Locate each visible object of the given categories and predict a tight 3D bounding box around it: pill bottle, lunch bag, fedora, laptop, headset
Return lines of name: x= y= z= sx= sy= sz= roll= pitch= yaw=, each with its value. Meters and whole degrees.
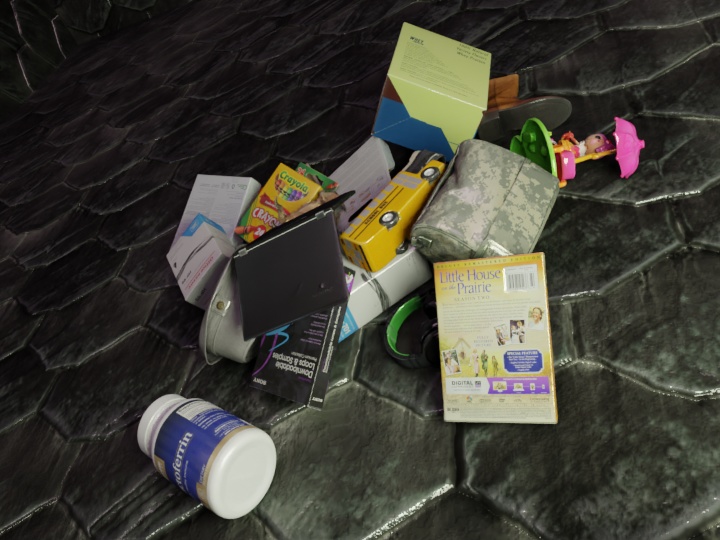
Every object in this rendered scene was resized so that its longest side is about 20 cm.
pill bottle: x=-0.221 y=0.250 z=0.801 sx=0.195 sy=0.117 sz=0.117 roll=12 pitch=54 yaw=37
lunch bag: x=0.180 y=-0.084 z=0.850 sx=0.165 sy=0.140 sz=0.203 roll=31 pitch=68 yaw=5
fedora: x=-0.187 y=0.069 z=0.948 sx=0.088 sy=0.178 sz=0.205 roll=20 pitch=71 yaw=8
laptop: x=-0.089 y=-0.014 z=0.868 sx=0.183 sy=0.119 sz=0.200 roll=-21 pitch=12 yaw=22
headset: x=0.115 y=0.067 z=0.818 sx=0.195 sy=0.095 sz=0.126 roll=-15 pitch=41 yaw=29

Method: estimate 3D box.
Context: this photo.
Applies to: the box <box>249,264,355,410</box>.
box: x=-0.089 y=0.090 z=0.853 sx=0.140 sy=0.036 sz=0.207 roll=4 pitch=76 yaw=43

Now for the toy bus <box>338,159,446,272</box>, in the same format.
toy bus: x=0.060 y=-0.091 z=0.900 sx=0.077 sy=0.066 sz=0.201 roll=22 pitch=61 yaw=42

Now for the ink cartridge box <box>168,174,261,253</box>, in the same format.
ink cartridge box: x=-0.321 y=-0.107 z=1.246 sx=0.195 sy=0.040 sz=0.206 roll=10 pitch=77 yaw=38

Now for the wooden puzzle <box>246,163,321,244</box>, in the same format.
wooden puzzle: x=-0.176 y=-0.146 z=1.233 sx=0.196 sy=0.038 sz=0.187 roll=-30 pitch=42 yaw=-1

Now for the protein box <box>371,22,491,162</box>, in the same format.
protein box: x=0.141 y=-0.350 z=1.127 sx=0.192 sy=0.137 sz=0.204 roll=18 pitch=49 yaw=-3

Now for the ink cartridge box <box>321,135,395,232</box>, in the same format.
ink cartridge box: x=0.001 y=-0.150 z=1.095 sx=0.161 sy=0.057 sz=0.204 roll=-38 pitch=42 yaw=22

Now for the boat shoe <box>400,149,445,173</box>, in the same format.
boat shoe: x=0.110 y=-0.156 z=1.029 sx=0.061 sy=0.074 sz=0.203 roll=1 pitch=40 yaw=22

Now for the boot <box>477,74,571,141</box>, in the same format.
boot: x=0.322 y=-0.342 z=1.158 sx=0.183 sy=0.069 sz=0.203 roll=-17 pitch=34 yaw=23

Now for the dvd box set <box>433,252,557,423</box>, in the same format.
dvd box set: x=0.169 y=0.086 z=0.724 sx=0.142 sy=0.029 sz=0.208 roll=-6 pitch=86 yaw=24

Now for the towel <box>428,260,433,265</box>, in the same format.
towel: x=0.135 y=-0.091 z=1.022 sx=0.142 sy=0.024 sz=0.200 roll=-33 pitch=43 yaw=-11

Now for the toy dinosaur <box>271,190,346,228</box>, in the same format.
toy dinosaur: x=-0.099 y=-0.054 z=1.029 sx=0.131 sy=0.208 sz=0.086 roll=9 pitch=0 yaw=-8

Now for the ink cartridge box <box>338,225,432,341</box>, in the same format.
ink cartridge box: x=0.000 y=0.000 z=0.953 sx=0.197 sy=0.087 sz=0.147 roll=-32 pitch=42 yaw=-7

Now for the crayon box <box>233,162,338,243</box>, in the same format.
crayon box: x=-0.147 y=-0.123 z=1.125 sx=0.125 sy=0.051 sz=0.203 roll=30 pitch=83 yaw=33

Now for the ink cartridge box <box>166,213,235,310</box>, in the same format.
ink cartridge box: x=-0.296 y=-0.007 z=1.103 sx=0.117 sy=0.066 sz=0.200 roll=-49 pitch=45 yaw=7

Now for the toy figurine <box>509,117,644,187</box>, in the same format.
toy figurine: x=0.364 y=-0.190 z=0.945 sx=0.177 sy=0.155 sz=0.201 roll=-11 pitch=17 yaw=-2
